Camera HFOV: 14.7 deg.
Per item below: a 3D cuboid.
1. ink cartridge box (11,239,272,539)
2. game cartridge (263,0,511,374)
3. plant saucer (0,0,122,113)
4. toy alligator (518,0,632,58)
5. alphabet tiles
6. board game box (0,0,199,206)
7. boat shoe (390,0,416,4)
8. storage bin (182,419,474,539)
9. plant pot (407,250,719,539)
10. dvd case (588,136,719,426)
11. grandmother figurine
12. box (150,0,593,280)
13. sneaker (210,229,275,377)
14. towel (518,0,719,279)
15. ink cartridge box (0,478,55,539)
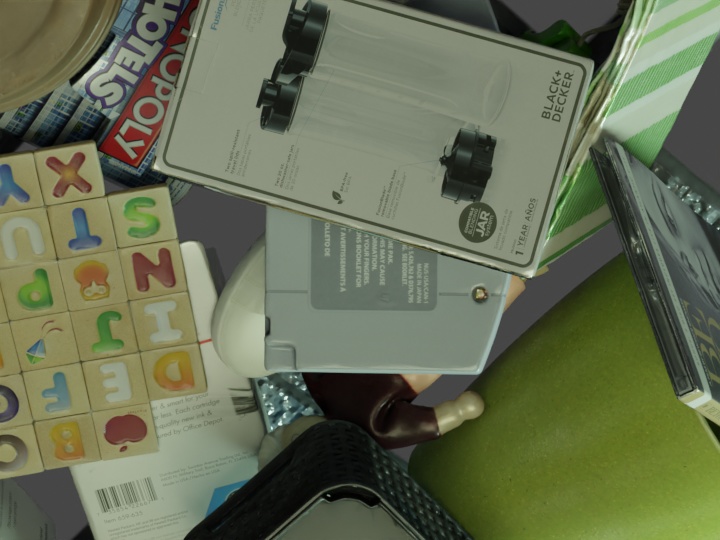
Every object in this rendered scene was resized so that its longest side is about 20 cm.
[{"bbox_3d":[-0.120,0.064,1.606,0.116,0.067,0.200,-14,120,2],"label":"ink cartridge box"},{"bbox_3d":[0.017,-0.046,1.452,0.133,0.040,0.200,1,90,8],"label":"game cartridge"},{"bbox_3d":[-0.218,-0.165,1.428,0.200,0.029,0.200,1,117,2],"label":"plant saucer"},{"bbox_3d":[0.086,-0.105,1.542,0.200,0.054,0.059,-40,120,15],"label":"toy alligator"},{"bbox_3d":[-0.176,0.025,1.536,0.166,0.006,0.200,-10,120,-1],"label":"alphabet tiles"},{"bbox_3d":[-0.100,-0.127,1.506,0.200,0.062,0.200,25,113,-18],"label":"board game box"},{"bbox_3d":[-0.018,-0.225,1.438,0.200,0.069,0.072,45,128,11],"label":"boat shoe"},{"bbox_3d":[0.007,0.199,1.543,0.135,0.094,0.200,-41,108,9],"label":"storage bin"},{"bbox_3d":[0.133,0.099,1.607,0.200,0.187,0.187,-28,119,24],"label":"plant pot"},{"bbox_3d":[0.187,0.022,1.504,0.016,0.149,0.200,-26,155,19],"label":"dvd case"},{"bbox_3d":[0.013,0.052,1.585,0.200,0.121,0.061,-51,147,-1],"label":"grandmother figurine"},{"bbox_3d":[0.007,-0.077,1.406,0.200,0.060,0.117,15,90,4],"label":"box"},{"bbox_3d":[0.000,0.000,1.510,0.200,0.085,0.073,-39,121,15],"label":"sneaker"},{"bbox_3d":[0.149,-0.098,1.510,0.023,0.153,0.200,33,119,18],"label":"towel"},{"bbox_3d":[-0.294,0.140,1.620,0.145,0.085,0.200,-34,116,13],"label":"ink cartridge box"}]
